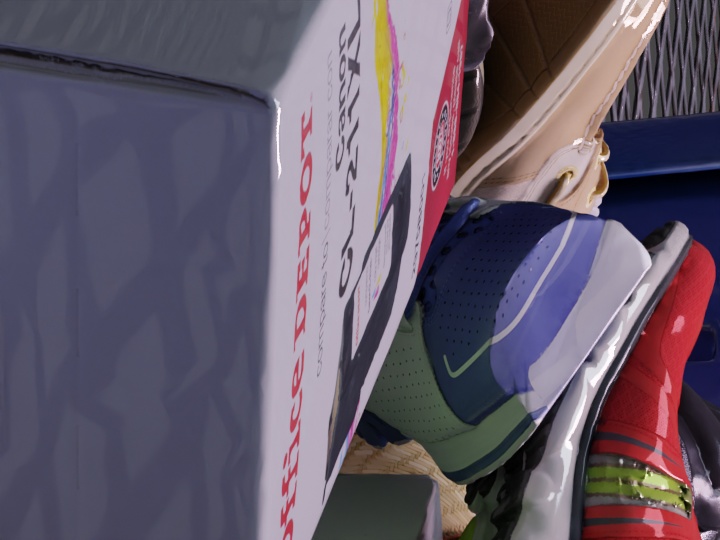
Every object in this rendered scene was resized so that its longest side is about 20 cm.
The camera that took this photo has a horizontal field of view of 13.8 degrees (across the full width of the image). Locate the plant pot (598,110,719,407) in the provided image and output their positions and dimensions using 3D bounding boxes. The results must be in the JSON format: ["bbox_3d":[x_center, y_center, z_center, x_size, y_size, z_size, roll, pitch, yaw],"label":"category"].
[{"bbox_3d":[0.135,0.032,1.405,0.200,0.199,0.181,50,36,-71],"label":"plant pot"}]

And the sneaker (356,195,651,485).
[{"bbox_3d":[0.000,0.000,0.921,0.081,0.115,0.199,-54,-167,-13],"label":"sneaker"}]

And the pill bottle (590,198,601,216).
[{"bbox_3d":[0.054,0.051,1.208,0.112,0.111,0.202,28,63,-76],"label":"pill bottle"}]

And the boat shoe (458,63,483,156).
[{"bbox_3d":[0.011,-0.130,0.981,0.074,0.075,0.201,-84,180,-55],"label":"boat shoe"}]

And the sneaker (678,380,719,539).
[{"bbox_3d":[0.091,0.099,1.002,0.113,0.075,0.201,23,50,-41],"label":"sneaker"}]

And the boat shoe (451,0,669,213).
[{"bbox_3d":[0.052,-0.040,1.057,0.200,0.069,0.074,-51,-144,26],"label":"boat shoe"}]

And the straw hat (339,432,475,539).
[{"bbox_3d":[0.052,0.145,1.063,0.200,0.085,0.203,2,87,-44],"label":"straw hat"}]

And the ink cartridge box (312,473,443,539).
[{"bbox_3d":[-0.017,0.183,0.942,0.145,0.087,0.201,-67,156,-63],"label":"ink cartridge box"}]

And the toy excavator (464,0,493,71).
[{"bbox_3d":[-0.037,-0.172,0.834,0.200,0.099,0.195,-122,-148,-42],"label":"toy excavator"}]

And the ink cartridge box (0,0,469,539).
[{"bbox_3d":[-0.033,-0.031,0.654,0.200,0.082,0.147,-67,164,-54],"label":"ink cartridge box"}]

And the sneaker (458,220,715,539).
[{"bbox_3d":[0.077,0.080,0.910,0.077,0.085,0.201,-40,-155,60],"label":"sneaker"}]
